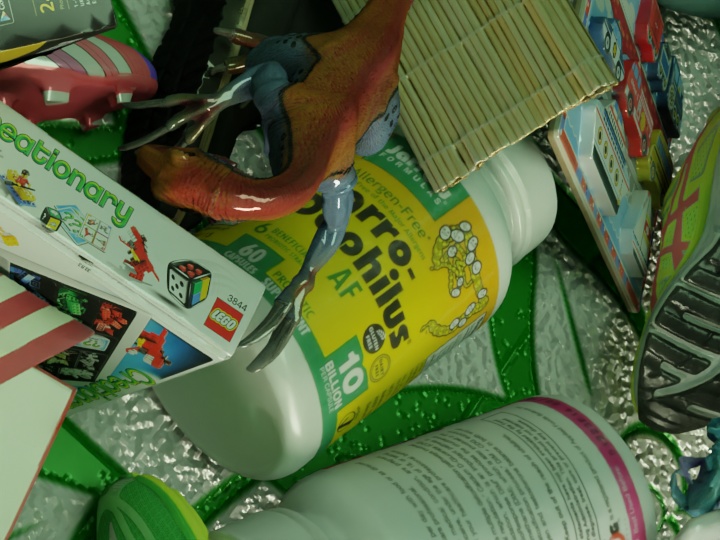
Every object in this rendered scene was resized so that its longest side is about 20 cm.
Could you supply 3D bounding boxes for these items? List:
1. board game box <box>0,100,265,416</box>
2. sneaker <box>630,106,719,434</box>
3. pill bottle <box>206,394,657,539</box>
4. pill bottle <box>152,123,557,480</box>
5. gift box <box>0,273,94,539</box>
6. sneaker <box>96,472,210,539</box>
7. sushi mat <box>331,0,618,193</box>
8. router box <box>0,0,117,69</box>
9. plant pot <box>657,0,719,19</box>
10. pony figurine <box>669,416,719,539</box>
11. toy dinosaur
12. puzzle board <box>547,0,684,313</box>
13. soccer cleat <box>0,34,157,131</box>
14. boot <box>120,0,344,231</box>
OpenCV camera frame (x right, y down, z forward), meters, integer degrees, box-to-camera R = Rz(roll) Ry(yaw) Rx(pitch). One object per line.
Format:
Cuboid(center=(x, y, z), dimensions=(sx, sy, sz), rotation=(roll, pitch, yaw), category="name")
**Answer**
Cuboid(center=(-0.136, 0.004, 0.616), dimensions=(0.126, 0.200, 0.035), rotation=(36, 62, -20), category="board game box")
Cuboid(center=(0.196, -0.007, 0.892), dimensions=(0.078, 0.090, 0.201), rotation=(22, 90, -15), category="sneaker")
Cuboid(center=(0.029, 0.134, 0.741), dimensions=(0.199, 0.113, 0.114), rotation=(-15, 85, -35), category="pill bottle")
Cuboid(center=(0.000, 0.000, 0.759), dimensions=(0.200, 0.113, 0.113), rotation=(-34, 96, -34), category="pill bottle")
Cuboid(center=(-0.206, 0.083, 0.559), dimensions=(0.199, 0.187, 0.185), rotation=(27, 64, -23), category="gift box")
Cuboid(center=(-0.102, 0.181, 0.667), dimensions=(0.083, 0.074, 0.201), rotation=(13, 70, -34), category="sneaker")
Cuboid(center=(0.030, -0.140, 0.743), dimensions=(0.201, 0.096, 0.012), rotation=(63, 18, 20), category="sushi mat")
Cuboid(center=(-0.183, -0.082, 0.551), dimensions=(0.157, 0.200, 0.052), rotation=(-16, 99, -19), category="router box")
Cuboid(center=(0.219, -0.234, 0.923), dimensions=(0.160, 0.200, 0.201), rotation=(-16, 86, -22), category="plant pot")
Cuboid(center=(0.220, 0.119, 0.764), dimensions=(0.193, 0.166, 0.201), rotation=(19, 97, -47), category="pony figurine")
Cuboid(center=(-0.026, -0.070, 0.630), dimensions=(0.105, 0.182, 0.200), rotation=(33, 96, -10), category="toy dinosaur")
Cuboid(center=(0.143, -0.086, 0.863), dimensions=(0.200, 0.017, 0.151), rotation=(52, 46, -56), category="puzzle board")
Cuboid(center=(-0.181, -0.104, 0.701), dimensions=(0.199, 0.067, 0.077), rotation=(0, 78, -29), category="soccer cleat")
Cuboid(center=(-0.029, -0.087, 0.792), dimensions=(0.138, 0.077, 0.201), rotation=(29, 64, -29), category="boot")
